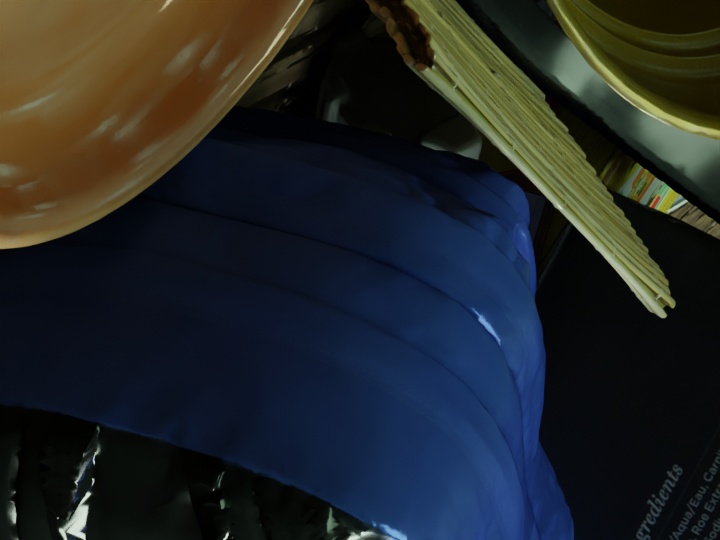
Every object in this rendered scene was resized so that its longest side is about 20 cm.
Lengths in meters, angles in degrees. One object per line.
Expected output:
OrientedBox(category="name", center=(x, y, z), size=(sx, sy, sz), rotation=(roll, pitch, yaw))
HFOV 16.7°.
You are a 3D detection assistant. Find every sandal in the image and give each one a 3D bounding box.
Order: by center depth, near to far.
OrientedBox(category="sandal", center=(0.095, -0.066, 0.843), size=(0.200, 0.076, 0.043), rotation=(34, 93, -33))

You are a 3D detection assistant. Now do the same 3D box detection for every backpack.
OrientedBox(category="backpack", center=(-0.027, 0.036, 0.674), size=(0.200, 0.162, 0.168), rotation=(70, 33, -61))

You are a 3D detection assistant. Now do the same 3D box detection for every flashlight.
OrientedBox(category="flashlight", center=(0.000, 0.000, 0.855), size=(0.200, 0.068, 0.068), rotation=(97, -2, -49))

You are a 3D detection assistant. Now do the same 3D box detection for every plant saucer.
OrientedBox(category="plant saucer", center=(-0.048, -0.099, 0.528), size=(0.200, 0.037, 0.200), rotation=(-49, 160, -25))

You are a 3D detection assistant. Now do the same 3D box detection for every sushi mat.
OrientedBox(category="sushi mat", center=(0.036, -0.053, 0.705), size=(0.012, 0.096, 0.200), rotation=(-37, 149, 9))

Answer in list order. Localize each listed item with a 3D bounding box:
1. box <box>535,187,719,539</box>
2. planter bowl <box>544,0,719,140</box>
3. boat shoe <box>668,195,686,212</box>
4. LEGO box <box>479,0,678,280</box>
OrientedBox(category="box", center=(0.153, 0.068, 0.871), size=(0.117, 0.200, 0.197), rotation=(-63, 169, 5))
OrientedBox(category="planter bowl", center=(0.099, -0.143, 0.749), size=(0.200, 0.083, 0.200), rotation=(-7, 102, -33))
OrientedBox(category="boat shoe", center=(0.178, -0.084, 1.220), size=(0.202, 0.074, 0.065), rotation=(-40, 162, -37))
OrientedBox(category="LEGO box", center=(0.093, -0.070, 0.964), size=(0.200, 0.077, 0.149), rotation=(-57, 165, 0))
